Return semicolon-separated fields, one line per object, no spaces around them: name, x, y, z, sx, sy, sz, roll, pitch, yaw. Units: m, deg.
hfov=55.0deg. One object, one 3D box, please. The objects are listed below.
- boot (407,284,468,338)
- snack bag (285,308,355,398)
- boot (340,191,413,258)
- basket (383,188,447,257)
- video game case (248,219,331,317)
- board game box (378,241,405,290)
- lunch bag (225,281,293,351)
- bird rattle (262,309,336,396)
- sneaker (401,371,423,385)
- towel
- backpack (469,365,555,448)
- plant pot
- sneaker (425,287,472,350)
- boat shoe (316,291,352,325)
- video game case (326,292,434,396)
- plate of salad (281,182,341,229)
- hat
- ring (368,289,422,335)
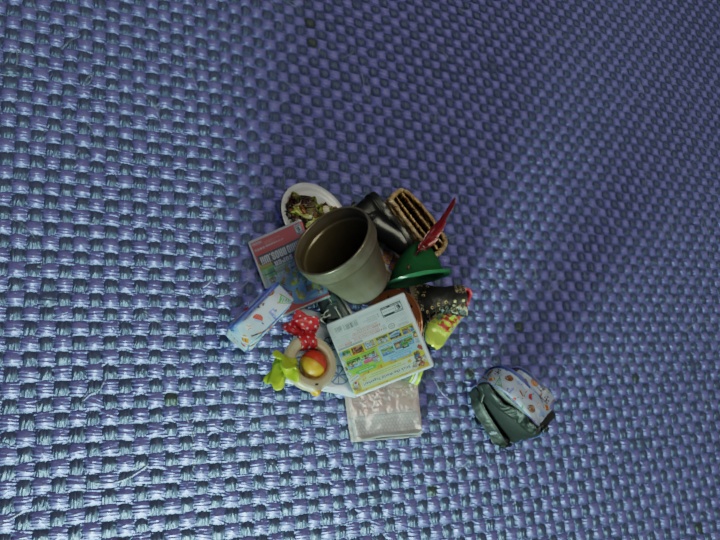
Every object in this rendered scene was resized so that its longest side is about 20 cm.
boot;0.192;0.098;1.717;0.150;0.074;0.200;0;33;0
snack bag;-0.082;0.192;1.657;0.188;0.021;0.201;13;60;-12
boot;0.019;-0.085;1.711;0.162;0.073;0.199;-37;90;-24
basket;0.144;-0.121;1.813;0.143;0.149;0.200;-39;91;-30
video game case;-0.170;-0.004;1.651;0.142;0.017;0.201;-23;82;7
board game box;0.059;-0.035;1.785;0.200;0.030;0.095;52;33;1
lunch bag;-0.222;0.100;1.536;0.076;0.200;0.160;44;73;-4
bird rattle;-0.130;0.199;1.590;0.163;0.113;0.200;39;44;-10
sneaker;0.109;0.187;1.719;0.081;0.074;0.201;10;49;-16
towel;0.056;0.316;1.690;0.199;0.032;0.192;1;72;-26
backpack;0.382;0.331;1.759;0.190;0.200;0.154;42;55;0
plant pot;-0.027;-0.018;1.591;0.174;0.199;0.201;53;53;-41
sneaker;0.231;0.117;1.808;0.078;0.090;0.200;36;63;-12
boat shoe;-0.063;0.108;1.653;0.200;0.073;0.062;49;55;4
video game case;0.044;0.172;1.598;0.199;0.023;0.183;-23;88;10
plate of salad;-0.107;-0.137;1.738;0.199;0.048;0.201;18;57;-29
hat;0.130;-0.061;1.686;0.199;0.166;0.177;-8;80;-22
ring;0.076;0.145;1.670;0.019;0.200;0.202;16;65;-42
